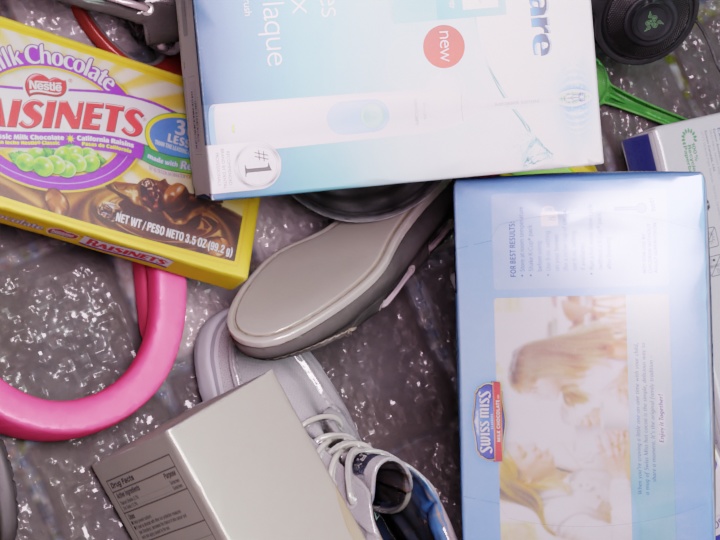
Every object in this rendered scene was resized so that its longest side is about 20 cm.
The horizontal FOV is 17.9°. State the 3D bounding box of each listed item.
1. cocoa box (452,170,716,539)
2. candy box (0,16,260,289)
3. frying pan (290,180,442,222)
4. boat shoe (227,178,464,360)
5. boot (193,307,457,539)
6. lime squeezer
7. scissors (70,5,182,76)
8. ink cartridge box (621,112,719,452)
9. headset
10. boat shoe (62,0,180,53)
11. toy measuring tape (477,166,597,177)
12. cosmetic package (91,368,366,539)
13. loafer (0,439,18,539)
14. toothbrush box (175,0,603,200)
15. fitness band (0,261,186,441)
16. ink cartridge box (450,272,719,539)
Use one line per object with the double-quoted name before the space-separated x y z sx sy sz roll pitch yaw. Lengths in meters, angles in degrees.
"cocoa box" 0.118 0.048 1.201 0.133 0.131 0.201 -2 91 6
"candy box" -0.144 -0.065 1.164 0.200 0.026 0.102 16 66 -21
"frying pan" 0.009 -0.119 1.198 0.115 0.031 0.191 13 95 -18
"boat shoe" 0.000 0.000 1.224 0.200 0.067 0.057 -47 139 -42
"boot" -0.008 0.099 1.190 0.073 0.096 0.200 -33 93 -31
"lime squeezer" 0.135 -0.117 1.348 0.200 0.070 0.038 25 66 -53
"scissors" -0.078 -0.095 1.258 0.200 0.014 0.073 49 58 -9
"ink cartridge box" 0.265 -0.005 1.387 0.200 0.041 0.200 -12 90 -30
"headset" 0.172 -0.175 1.342 0.200 0.094 0.124 32 21 -7
"boat shoe" -0.137 -0.146 1.194 0.200 0.067 0.057 21 90 -18
"toy measuring tape" 0.076 -0.089 1.298 0.200 0.074 0.074 44 60 -17
"cosmetic package" -0.043 0.161 1.150 0.073 0.103 0.200 -28 92 -32
"loafer" -0.233 0.061 1.101 0.071 0.073 0.200 -28 82 -26
"toothbrush box" 0.012 -0.115 1.142 0.199 0.085 0.147 -5 94 -11
"fitness band" -0.163 -0.012 1.173 0.143 0.037 0.201 -3 76 -29
"ink cartridge box" 0.134 0.072 1.285 0.095 0.037 0.200 -26 87 3
